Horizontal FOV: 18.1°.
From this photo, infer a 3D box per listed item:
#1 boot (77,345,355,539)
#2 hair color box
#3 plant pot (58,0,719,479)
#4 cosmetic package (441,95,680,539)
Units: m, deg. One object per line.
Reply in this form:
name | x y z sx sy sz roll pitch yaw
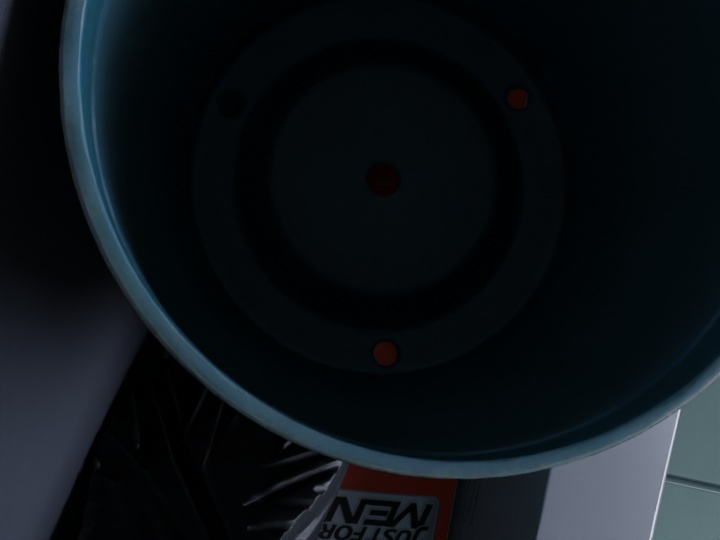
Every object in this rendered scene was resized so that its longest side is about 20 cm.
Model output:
boot | -0.056 0.139 0.746 0.169 0.076 0.201 92 14 -45
hair color box | 0.000 0.000 0.828 0.111 0.064 0.201 -154 -108 -67
plant pot | 0.014 -0.040 0.657 0.188 0.199 0.201 138 -35 -81
cosmetic package | 0.063 0.020 0.817 0.151 0.051 0.201 -147 -113 -67
